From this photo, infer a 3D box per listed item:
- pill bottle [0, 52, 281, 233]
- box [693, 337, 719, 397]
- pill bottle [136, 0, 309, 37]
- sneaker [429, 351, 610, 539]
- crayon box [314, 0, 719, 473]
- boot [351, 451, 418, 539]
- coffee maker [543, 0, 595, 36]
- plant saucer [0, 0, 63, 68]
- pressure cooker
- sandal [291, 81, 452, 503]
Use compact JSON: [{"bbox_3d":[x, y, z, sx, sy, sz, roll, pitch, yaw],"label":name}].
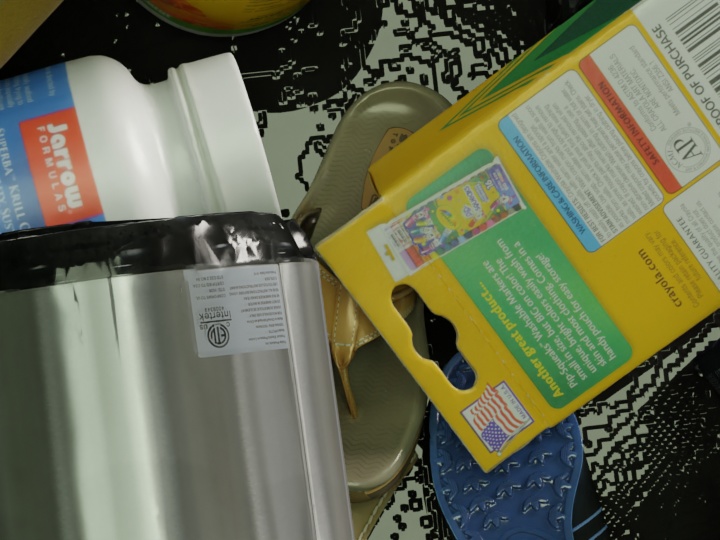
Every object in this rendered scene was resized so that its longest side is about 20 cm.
[{"bbox_3d":[-0.138,-0.027,1.209,0.199,0.112,0.113,-17,82,-3],"label":"pill bottle"},{"bbox_3d":[0.233,0.026,1.164,0.148,0.200,0.105,-36,84,-6],"label":"box"},{"bbox_3d":[-0.044,-0.171,1.180,0.110,0.200,0.112,2,82,-11],"label":"pill bottle"},{"bbox_3d":[0.076,0.130,1.219,0.070,0.078,0.201,-14,61,-1],"label":"sneaker"},{"bbox_3d":[0.094,-0.028,1.174,0.200,0.052,0.126,-36,106,5],"label":"crayon box"},{"bbox_3d":[0.002,0.176,1.203,0.154,0.072,0.200,39,65,-6],"label":"boot"},{"bbox_3d":[0.180,-0.146,1.239,0.198,0.135,0.193,0,108,0],"label":"coffee maker"},{"bbox_3d":[-0.154,-0.164,1.162,0.200,0.048,0.201,-41,48,33],"label":"plant saucer"},{"bbox_3d":[-0.091,0.086,1.077,0.175,0.179,0.201,-9,87,-3],"label":"pressure cooker"},{"bbox_3d":[0.000,0.000,1.207,0.080,0.054,0.201,12,65,6],"label":"sandal"}]
